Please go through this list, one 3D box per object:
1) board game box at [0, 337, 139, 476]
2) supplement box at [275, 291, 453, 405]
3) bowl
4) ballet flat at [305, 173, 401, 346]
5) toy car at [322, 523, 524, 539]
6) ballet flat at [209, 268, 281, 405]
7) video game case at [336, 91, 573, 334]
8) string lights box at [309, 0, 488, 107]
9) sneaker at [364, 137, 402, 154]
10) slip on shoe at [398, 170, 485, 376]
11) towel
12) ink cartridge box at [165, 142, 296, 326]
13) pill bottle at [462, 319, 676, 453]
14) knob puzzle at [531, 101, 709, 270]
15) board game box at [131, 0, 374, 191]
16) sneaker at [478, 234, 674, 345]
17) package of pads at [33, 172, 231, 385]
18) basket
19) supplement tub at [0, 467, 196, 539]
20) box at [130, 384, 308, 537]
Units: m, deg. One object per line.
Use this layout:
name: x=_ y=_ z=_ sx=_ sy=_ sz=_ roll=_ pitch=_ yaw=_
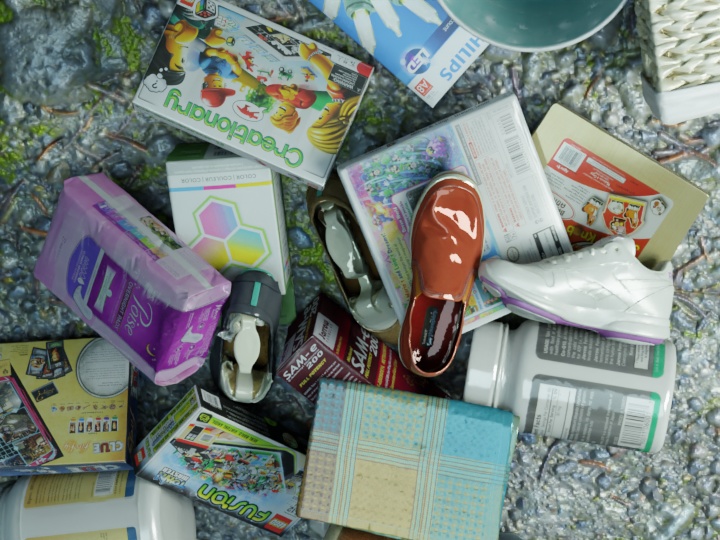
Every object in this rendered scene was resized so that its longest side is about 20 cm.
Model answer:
board game box: x=-0.330 y=0.141 z=1.837 sx=0.198 sy=0.035 sz=0.137 roll=-3 pitch=70 yaw=10
supplement box: x=0.014 y=0.122 z=1.776 sx=0.200 sy=0.109 sz=0.061 roll=39 pitch=111 yaw=-12
bowl: x=0.157 y=-0.306 z=1.593 sx=0.199 sy=0.105 sz=0.202 roll=3 pitch=112 yaw=8
ballet flat: x=0.000 y=0.000 z=1.754 sx=0.067 sy=0.072 sz=0.201 roll=-19 pitch=108 yaw=16
toy car: x=0.072 y=0.294 z=1.788 sx=0.199 sy=0.158 sz=0.166 roll=14 pitch=112 yaw=27
ballet flat: x=-0.116 y=0.086 z=1.770 sx=0.073 sy=0.073 sz=0.201 roll=14 pitch=136 yaw=3
video game case: x=0.096 y=-0.044 z=1.688 sx=0.181 sy=0.024 sz=0.201 roll=-23 pitch=109 yaw=-1
string lights box: x=0.027 y=-0.259 z=1.654 sx=0.200 sy=0.059 sz=0.103 roll=40 pitch=112 yaw=-8
sneaker: x=0.076 y=-0.036 z=1.728 sx=0.088 sy=0.074 sz=0.201 roll=-15 pitch=109 yaw=15
slip on shoe: x=0.077 y=0.007 z=1.657 sx=0.073 sy=0.061 sz=0.202 roll=8 pitch=104 yaw=-9
towel: x=0.046 y=0.189 z=1.717 sx=0.198 sy=0.022 sz=0.148 roll=11 pitch=99 yaw=3
ink cartridge box: x=-0.126 y=-0.026 z=1.769 sx=0.103 sy=0.059 sz=0.201 roll=-3 pitch=112 yaw=8
pill bottle: x=0.204 y=0.109 z=1.746 sx=0.198 sy=0.113 sz=0.114 roll=10 pitch=113 yaw=5
knob puzzle: x=0.212 y=-0.040 z=1.730 sx=0.218 sy=0.030 sz=0.221 roll=3 pitch=112 yaw=6
board game box: x=-0.102 y=-0.174 z=1.691 sx=0.199 sy=0.035 sz=0.127 roll=23 pitch=83 yaw=-2
sneaker: x=0.206 y=0.006 z=1.683 sx=0.199 sy=0.075 sz=0.100 roll=14 pitch=87 yaw=-17
package of pads: x=-0.228 y=0.008 z=1.746 sx=0.200 sy=0.075 sz=0.121 roll=39 pitch=126 yaw=23
basket: x=0.342 y=-0.222 z=1.575 sx=0.198 sy=0.136 sz=0.124 roll=-13 pitch=107 yaw=6
supplement tub: x=-0.285 y=0.273 z=1.865 sx=0.198 sy=0.145 sz=0.146 roll=-8 pitch=110 yaw=11
box: x=-0.123 y=0.198 z=1.823 sx=0.199 sy=0.035 sz=0.110 roll=29 pitch=116 yaw=-35
